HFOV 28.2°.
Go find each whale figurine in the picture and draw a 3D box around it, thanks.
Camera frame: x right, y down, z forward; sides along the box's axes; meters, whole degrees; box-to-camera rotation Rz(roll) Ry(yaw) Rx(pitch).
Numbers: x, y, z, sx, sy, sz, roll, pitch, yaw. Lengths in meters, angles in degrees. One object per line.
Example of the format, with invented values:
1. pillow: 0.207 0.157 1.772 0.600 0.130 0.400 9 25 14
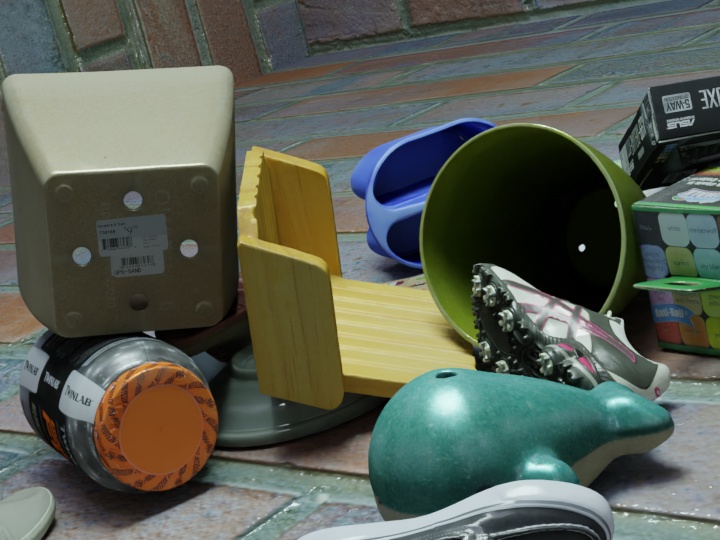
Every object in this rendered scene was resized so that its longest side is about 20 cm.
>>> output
1. whale figurine: 0.100 0.103 0.930 0.198 0.105 0.159 -18 14 -11

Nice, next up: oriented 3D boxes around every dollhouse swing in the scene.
1. dollhouse swing: 0.000 0.000 1.174 0.174 0.184 0.200 -5 25 3

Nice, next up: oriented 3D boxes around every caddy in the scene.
1. caddy: 0.086 -0.085 1.563 0.198 0.143 0.105 -22 13 -22

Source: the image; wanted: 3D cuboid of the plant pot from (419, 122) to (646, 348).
1. plant pot: 0.179 -0.025 1.231 0.185 0.190 0.199 -5 -2 33

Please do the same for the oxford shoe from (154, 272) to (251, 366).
1. oxford shoe: -0.118 0.056 1.300 0.070 0.076 0.200 10 17 26

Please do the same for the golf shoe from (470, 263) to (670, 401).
1. golf shoe: 0.149 0.056 1.089 0.087 0.078 0.200 -12 34 -21

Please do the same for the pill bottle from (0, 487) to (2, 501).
1. pill bottle: -0.369 0.117 1.153 0.111 0.202 0.112 -14 14 4

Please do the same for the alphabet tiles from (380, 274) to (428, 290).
1. alphabet tiles: 0.022 0.034 1.419 0.165 0.008 0.200 -12 10 11

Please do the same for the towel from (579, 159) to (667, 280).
1. towel: 0.221 -0.050 1.386 0.198 0.031 0.150 -8 45 35

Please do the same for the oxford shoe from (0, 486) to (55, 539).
1. oxford shoe: -0.302 0.202 1.059 0.075 0.058 0.200 -7 15 36

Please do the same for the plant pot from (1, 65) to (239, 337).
1. plant pot: -0.191 -0.045 1.185 0.197 0.202 0.177 -4 23 -11

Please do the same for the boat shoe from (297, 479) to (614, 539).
1. boat shoe: 0.047 0.173 0.814 0.198 0.070 0.067 -9 33 9

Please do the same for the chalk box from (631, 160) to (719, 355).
1. chalk box: 0.299 -0.009 1.112 0.199 0.125 0.124 -26 19 -32

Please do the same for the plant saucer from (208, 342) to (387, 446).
1. plant saucer: -0.059 0.089 1.247 0.198 0.051 0.200 -15 15 4

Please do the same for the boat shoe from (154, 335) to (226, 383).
1. boat shoe: -0.161 0.051 1.399 0.086 0.075 0.203 -24 28 49

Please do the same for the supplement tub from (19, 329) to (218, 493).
1. supplement tub: -0.196 0.109 1.168 0.122 0.124 0.199 -21 15 -24

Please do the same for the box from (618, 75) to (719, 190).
1. box: 0.314 -0.122 1.238 0.156 0.050 0.200 -9 -9 1
